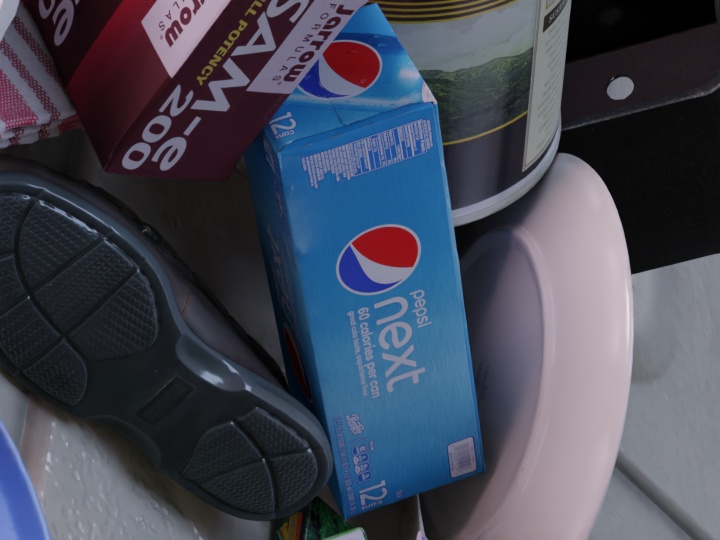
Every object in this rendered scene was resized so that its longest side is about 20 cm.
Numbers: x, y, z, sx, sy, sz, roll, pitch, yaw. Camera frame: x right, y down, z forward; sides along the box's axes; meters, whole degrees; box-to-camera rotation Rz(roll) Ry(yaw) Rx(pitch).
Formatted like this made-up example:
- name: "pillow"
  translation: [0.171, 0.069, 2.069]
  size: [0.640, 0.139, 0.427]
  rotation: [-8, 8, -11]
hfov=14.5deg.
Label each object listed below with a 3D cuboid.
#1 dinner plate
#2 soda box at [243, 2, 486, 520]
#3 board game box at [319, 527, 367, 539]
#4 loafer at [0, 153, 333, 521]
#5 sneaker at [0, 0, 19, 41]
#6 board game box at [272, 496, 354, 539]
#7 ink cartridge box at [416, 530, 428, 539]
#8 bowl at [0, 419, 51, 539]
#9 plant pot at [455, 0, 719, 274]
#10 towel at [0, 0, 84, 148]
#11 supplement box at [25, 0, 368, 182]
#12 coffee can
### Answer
- name: "dinner plate"
  translation: [0.058, 0.048, 1.173]
  size: [0.024, 0.200, 0.201]
  rotation: [11, 56, -19]
- name: "soda box"
  translation: [0.000, 0.000, 1.092]
  size: [0.068, 0.064, 0.200]
  rotation: [-118, -166, -45]
- name: "board game box"
  translation: [-0.020, 0.205, 1.025]
  size: [0.153, 0.040, 0.201]
  rotation: [-9, 79, -59]
- name: "loafer"
  translation: [-0.088, 0.020, 1.066]
  size: [0.200, 0.072, 0.063]
  rotation: [46, 16, -34]
- name: "sneaker"
  translation: [-0.143, -0.131, 0.966]
  size: [0.146, 0.080, 0.201]
  rotation: [93, 1, -83]
- name: "board game box"
  translation: [-0.006, 0.196, 1.116]
  size: [0.105, 0.023, 0.200]
  rotation: [41, 39, -34]
- name: "ink cartridge box"
  translation: [0.051, 0.231, 1.036]
  size: [0.200, 0.043, 0.198]
  rotation: [49, 35, -34]
- name: "bowl"
  translation: [-0.173, 0.096, 0.892]
  size: [0.201, 0.039, 0.201]
  rotation: [37, 42, -42]
- name: "plant pot"
  translation: [0.095, -0.095, 1.322]
  size: [0.177, 0.199, 0.200]
  rotation: [52, 30, -51]
- name: "towel"
  translation: [-0.154, -0.103, 1.022]
  size: [0.146, 0.030, 0.200]
  rotation: [53, 32, 12]
- name: "supplement box"
  translation: [-0.080, -0.142, 1.019]
  size: [0.061, 0.109, 0.200]
  rotation: [2, 50, -42]
- name: "coffee can"
  translation: [0.016, -0.136, 1.120]
  size: [0.147, 0.146, 0.200]
  rotation: [-76, 171, -46]
